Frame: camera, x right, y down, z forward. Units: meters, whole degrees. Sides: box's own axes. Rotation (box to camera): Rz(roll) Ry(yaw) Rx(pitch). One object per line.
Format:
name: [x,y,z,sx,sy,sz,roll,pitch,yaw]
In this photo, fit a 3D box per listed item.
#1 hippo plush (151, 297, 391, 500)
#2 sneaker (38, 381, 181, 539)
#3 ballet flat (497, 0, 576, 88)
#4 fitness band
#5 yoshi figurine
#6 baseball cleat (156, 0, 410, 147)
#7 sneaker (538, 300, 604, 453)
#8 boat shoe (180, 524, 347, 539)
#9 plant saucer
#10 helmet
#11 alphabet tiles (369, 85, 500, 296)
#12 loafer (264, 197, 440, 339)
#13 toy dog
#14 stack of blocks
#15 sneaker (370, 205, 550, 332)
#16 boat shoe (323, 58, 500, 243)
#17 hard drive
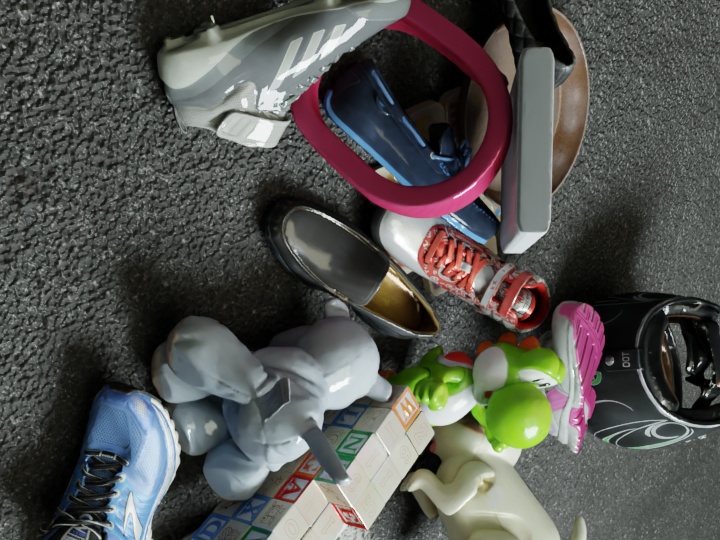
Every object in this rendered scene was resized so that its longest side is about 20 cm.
hippo plush: [-0.065,0.080,0.693,0.161,0.199,0.160,-38,97,-42]
sneaker: [-0.198,0.186,0.651,0.089,0.078,0.202,-41,142,-72]
ballet flat: [0.147,-0.260,0.736,0.066,0.057,0.202,-20,91,-29]
fitness band: [0.030,-0.131,0.647,0.144,0.200,0.037,-47,157,2]
yoshi figurine: [0.101,0.133,0.796,0.112,0.199,0.113,-25,96,-61]
baseball cleat: [-0.051,-0.158,0.637,0.198,0.070,0.107,-16,117,-4]
sneaker: [0.196,0.108,0.855,0.082,0.088,0.201,-54,149,-39]
boat shoe: [-0.084,0.238,0.785,0.201,0.074,0.065,-26,126,-19]
plant saucer: [0.159,-0.160,0.825,0.199,0.034,0.202,-15,114,-39]
helmet: [0.328,0.118,0.976,0.198,0.191,0.202,5,76,-20]
alphabet tiles: [0.093,-0.078,0.832,0.195,0.015,0.202,-27,122,-27]
loafer: [0.000,0.000,0.746,0.199,0.072,0.073,34,80,-35]
toy dog: [0.137,0.234,0.889,0.192,0.202,0.140,-10,160,5]
stack of blocks: [-0.038,0.187,0.725,0.200,0.115,0.059,-47,119,-35]
sneaker: [0.104,-0.005,0.788,0.201,0.108,0.068,34,86,-41]
boat shoe: [0.059,-0.101,0.720,0.200,0.084,0.069,38,98,-25]
hard drive: [0.134,-0.087,0.682,0.026,0.200,0.133,1,87,6]
